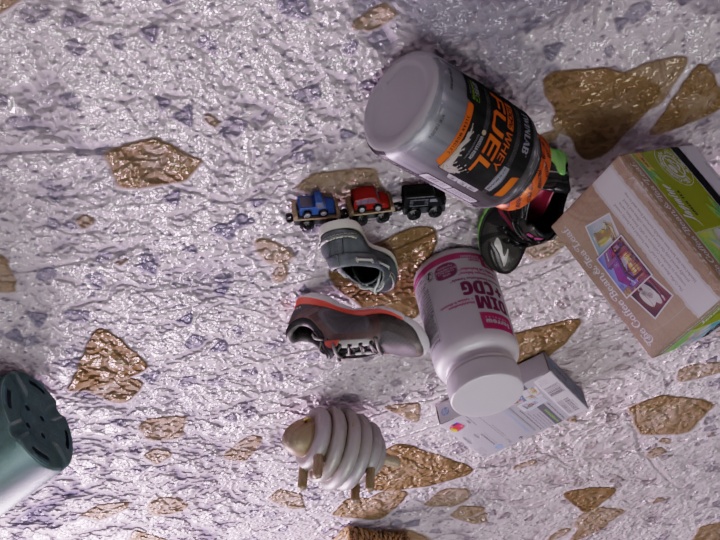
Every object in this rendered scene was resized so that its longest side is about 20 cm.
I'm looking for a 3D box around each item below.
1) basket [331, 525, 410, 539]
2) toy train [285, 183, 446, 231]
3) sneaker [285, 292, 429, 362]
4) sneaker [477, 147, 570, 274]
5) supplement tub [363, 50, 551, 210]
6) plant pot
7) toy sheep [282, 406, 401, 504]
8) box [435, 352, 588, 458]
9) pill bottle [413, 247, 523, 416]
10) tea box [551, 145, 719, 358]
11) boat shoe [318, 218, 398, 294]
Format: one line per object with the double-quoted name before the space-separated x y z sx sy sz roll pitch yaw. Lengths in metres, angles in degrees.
"basket" 0.001 0.587 2.012 0.148 0.144 0.200 15 134 -28
"toy train" 0.008 -0.079 1.302 0.198 0.034 0.046 -7 137 -8
"sneaker" -0.008 0.093 1.400 0.198 0.082 0.078 11 138 25
"sneaker" 0.202 -0.061 1.336 0.076 0.084 0.201 2 139 -17
"supplement tub" 0.111 -0.146 1.181 0.199 0.123 0.122 23 130 -36
"plant pot" -0.507 0.247 1.443 0.195 0.201 0.200 -30 139 9
"toy sheep" -0.028 0.275 1.639 0.199 0.139 0.138 21 131 -24
"box" 0.243 0.219 1.719 0.199 0.041 0.156 -30 137 19
"pill bottle" 0.141 0.080 1.396 0.112 0.201 0.114 -8 141 -6
"tea box" 0.372 -0.028 1.283 0.196 0.201 0.134 -14 152 -46
"boat shoe" 0.000 0.000 1.348 0.072 0.062 0.200 -15 156 14
